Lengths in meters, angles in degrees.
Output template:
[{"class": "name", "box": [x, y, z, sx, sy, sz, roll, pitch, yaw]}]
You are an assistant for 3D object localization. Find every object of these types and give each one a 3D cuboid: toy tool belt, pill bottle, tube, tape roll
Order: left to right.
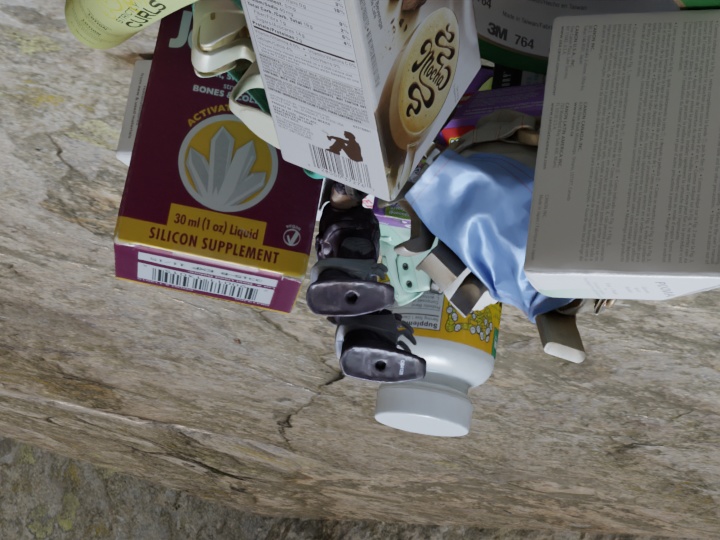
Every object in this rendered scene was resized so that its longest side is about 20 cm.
[{"class": "tube", "box": [-0.147, -0.183, 1.140, 0.058, 0.052, 0.200, -3, 177, -21]}, {"class": "pill bottle", "box": [0.067, 0.037, 1.561, 0.112, 0.202, 0.113, 9, 165, 2]}, {"class": "toy tool belt", "box": [0.078, -0.038, 1.105, 0.200, 0.123, 0.125, 39, 136, 0]}, {"class": "tape roll", "box": [0.125, -0.173, 1.063, 0.199, 0.049, 0.201, 9, 164, 3]}]

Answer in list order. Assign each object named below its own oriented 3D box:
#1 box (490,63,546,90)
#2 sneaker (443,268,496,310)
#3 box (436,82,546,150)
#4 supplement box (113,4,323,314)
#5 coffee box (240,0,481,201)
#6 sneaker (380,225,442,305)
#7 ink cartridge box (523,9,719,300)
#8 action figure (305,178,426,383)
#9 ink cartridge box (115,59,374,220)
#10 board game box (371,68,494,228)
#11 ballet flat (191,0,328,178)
[{"class": "box", "box": [0.182, -0.109, 1.194, 0.199, 0.083, 0.049, 0, 163, 32]}, {"class": "sneaker", "box": [0.106, -0.050, 1.378, 0.080, 0.077, 0.200, 15, 130, -24]}, {"class": "box", "box": [0.157, -0.057, 1.156, 0.199, 0.039, 0.138, -4, 123, 35]}, {"class": "supplement box", "box": [-0.085, -0.087, 1.212, 0.130, 0.202, 0.103, 11, 164, -4]}, {"class": "coffee box", "box": [0.000, -0.150, 0.974, 0.079, 0.113, 0.201, 22, 151, 23]}, {"class": "sneaker", "box": [0.007, -0.032, 1.488, 0.199, 0.119, 0.074, 6, -175, 15]}, {"class": "ink cartridge box", "box": [0.197, -0.066, 1.010, 0.198, 0.162, 0.050, 2, 164, 25]}, {"class": "action figure", "box": [0.000, 0.000, 1.181, 0.069, 0.131, 0.200, -7, -155, 0]}, {"class": "ink cartridge box", "box": [-0.064, -0.098, 1.377, 0.198, 0.086, 0.148, 1, 162, 24]}, {"class": "board game box", "box": [0.114, -0.078, 1.276, 0.198, 0.121, 0.032, 10, 165, 2]}, {"class": "ballet flat", "box": [-0.063, -0.130, 1.112, 0.070, 0.200, 0.068, -26, 151, -33]}]
